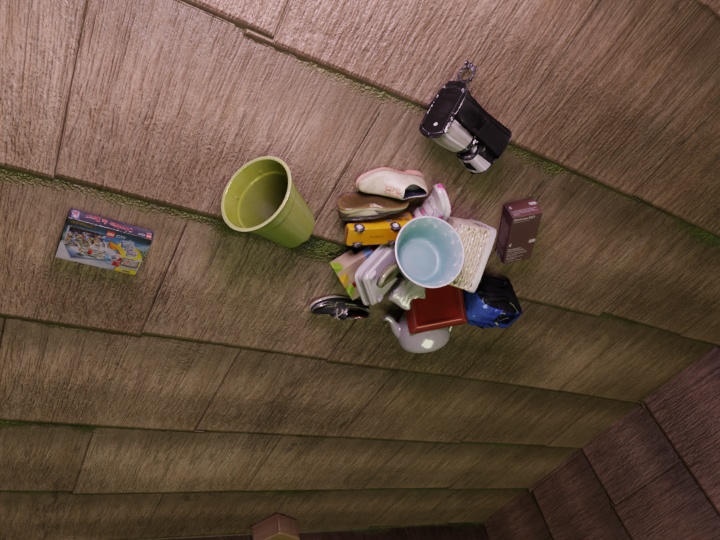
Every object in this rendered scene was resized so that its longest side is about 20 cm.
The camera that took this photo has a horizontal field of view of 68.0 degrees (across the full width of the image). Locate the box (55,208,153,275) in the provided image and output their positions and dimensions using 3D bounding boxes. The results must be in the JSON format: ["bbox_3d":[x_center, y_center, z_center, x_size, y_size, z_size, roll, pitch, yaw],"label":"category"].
[{"bbox_3d":[-0.646,-0.068,1.353,0.199,0.038,0.137,17,126,-32],"label":"box"}]

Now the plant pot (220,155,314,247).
[{"bbox_3d":[-0.211,-0.150,1.339,0.199,0.201,0.190,-30,149,12],"label":"plant pot"}]

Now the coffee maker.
[{"bbox_3d":[0.276,-0.362,1.313,0.199,0.135,0.192,24,121,-37],"label":"coffee maker"}]

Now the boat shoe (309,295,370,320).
[{"bbox_3d":[-0.065,0.126,1.735,0.199,0.068,0.072,1,135,-18],"label":"boat shoe"}]

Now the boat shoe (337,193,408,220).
[{"bbox_3d":[0.033,-0.175,1.469,0.198,0.074,0.065,-3,146,-12],"label":"boat shoe"}]

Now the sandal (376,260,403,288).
[{"bbox_3d":[0.126,-0.005,1.563,0.201,0.057,0.080,-41,153,-27],"label":"sandal"}]

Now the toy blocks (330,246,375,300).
[{"bbox_3d":[0.000,0.000,1.621,0.136,0.100,0.200,-31,140,-2],"label":"toy blocks"}]

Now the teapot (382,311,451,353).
[{"bbox_3d":[0.212,0.179,1.822,0.200,0.196,0.147,-30,117,-48],"label":"teapot"}]

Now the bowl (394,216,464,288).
[{"bbox_3d":[0.178,-0.040,1.490,0.199,0.202,0.105,-6,168,-14],"label":"bowl"}]

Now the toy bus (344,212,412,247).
[{"bbox_3d":[0.052,-0.119,1.519,0.198,0.079,0.065,-4,136,-16],"label":"toy bus"}]

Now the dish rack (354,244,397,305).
[{"bbox_3d":[0.072,0.003,1.597,0.200,0.043,0.172,-48,144,-22],"label":"dish rack"}]

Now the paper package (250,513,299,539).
[{"bbox_3d":[-0.453,1.402,2.856,0.190,0.104,0.200,-30,137,13],"label":"paper package"}]

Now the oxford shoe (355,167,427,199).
[{"bbox_3d":[0.087,-0.227,1.425,0.198,0.074,0.071,-6,136,-14],"label":"oxford shoe"}]

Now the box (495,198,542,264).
[{"bbox_3d":[0.494,-0.120,1.679,0.099,0.075,0.201,-12,135,-7],"label":"box"}]

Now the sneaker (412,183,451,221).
[{"bbox_3d":[0.198,-0.158,1.529,0.088,0.082,0.201,-7,135,-15],"label":"sneaker"}]

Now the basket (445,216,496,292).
[{"bbox_3d":[0.295,-0.055,1.591,0.123,0.136,0.201,13,104,-21],"label":"basket"}]

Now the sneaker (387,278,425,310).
[{"bbox_3d":[0.176,0.039,1.673,0.099,0.078,0.200,42,84,-11],"label":"sneaker"}]

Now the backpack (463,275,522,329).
[{"bbox_3d":[0.424,0.115,1.825,0.199,0.163,0.168,16,130,-33],"label":"backpack"}]

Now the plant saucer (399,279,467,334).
[{"bbox_3d":[0.240,0.092,1.727,0.198,0.201,0.037,-10,-179,-4],"label":"plant saucer"}]
